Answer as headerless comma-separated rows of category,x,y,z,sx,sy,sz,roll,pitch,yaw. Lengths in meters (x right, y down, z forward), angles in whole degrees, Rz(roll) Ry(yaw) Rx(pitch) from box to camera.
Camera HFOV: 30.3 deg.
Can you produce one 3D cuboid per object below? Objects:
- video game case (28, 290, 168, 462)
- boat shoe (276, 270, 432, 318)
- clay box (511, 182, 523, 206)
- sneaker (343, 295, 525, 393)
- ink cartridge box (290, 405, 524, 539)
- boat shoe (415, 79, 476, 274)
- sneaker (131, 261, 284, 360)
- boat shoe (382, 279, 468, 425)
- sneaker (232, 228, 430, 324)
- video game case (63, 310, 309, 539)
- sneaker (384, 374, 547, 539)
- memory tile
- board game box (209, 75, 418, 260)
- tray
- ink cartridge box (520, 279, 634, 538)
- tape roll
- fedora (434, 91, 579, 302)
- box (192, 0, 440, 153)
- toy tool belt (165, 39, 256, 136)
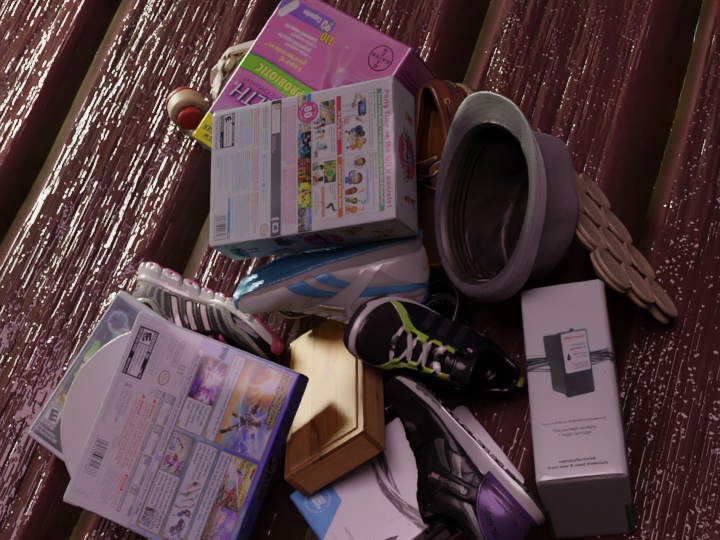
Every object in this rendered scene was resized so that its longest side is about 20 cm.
video game case,-0.223,0.148,1.385,0.199,0.023,0.182,32,87,18
boat shoe,0.000,0.000,1.404,0.199,0.063,0.073,-18,79,-12
clay box,0.121,-0.097,1.428,0.047,0.115,0.200,-8,48,-36
sneaker,0.080,0.077,1.294,0.083,0.199,0.072,25,98,57
ink cartridge box,0.047,0.212,1.292,0.200,0.067,0.116,-35,57,-7
boat shoe,0.078,-0.098,1.372,0.072,0.067,0.202,0,86,42
sneaker,-0.175,0.065,1.441,0.199,0.074,0.088,24,78,22
boat shoe,0.037,0.095,1.370,0.073,0.063,0.202,32,74,26
sneaker,-0.027,0.018,1.321,0.199,0.081,0.077,-13,20,0
video game case,-0.169,0.164,1.295,0.180,0.045,0.201,20,84,17
sneaker,0.073,0.182,1.222,0.088,0.076,0.200,-42,60,-5
memory tile,0.242,-0.039,1.346,0.017,0.153,0.201,-41,52,21
board game box,-0.047,-0.097,1.312,0.199,0.064,0.149,-8,72,23
tray,-0.026,0.121,1.323,0.098,0.037,0.201,-34,31,22
ink cartridge box,0.204,0.131,1.252,0.082,0.147,0.201,-7,57,11
tape roll,-0.207,0.160,1.348,0.201,0.037,0.204,-3,78,12
fedora,0.149,-0.067,1.277,0.177,0.090,0.201,24,110,57
box,-0.047,-0.172,1.425,0.176,0.097,0.201,33,90,29
toy tool belt,-0.126,-0.194,1.552,0.199,0.125,0.123,-24,48,1
